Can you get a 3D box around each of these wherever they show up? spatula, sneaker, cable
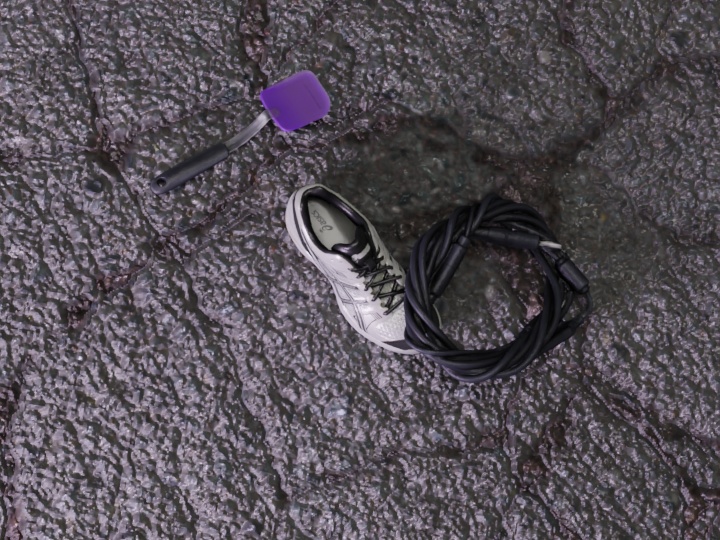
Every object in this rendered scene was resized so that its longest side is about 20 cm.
[{"bbox_3d":[-0.120,-0.130,1.531,0.199,0.021,0.057,-33,71,-5],"label":"spatula"},{"bbox_3d":[0.000,0.000,1.483,0.076,0.088,0.200,-44,86,-10],"label":"sneaker"},{"bbox_3d":[0.122,0.017,1.478,0.199,0.051,0.164,-27,89,-25],"label":"cable"}]
